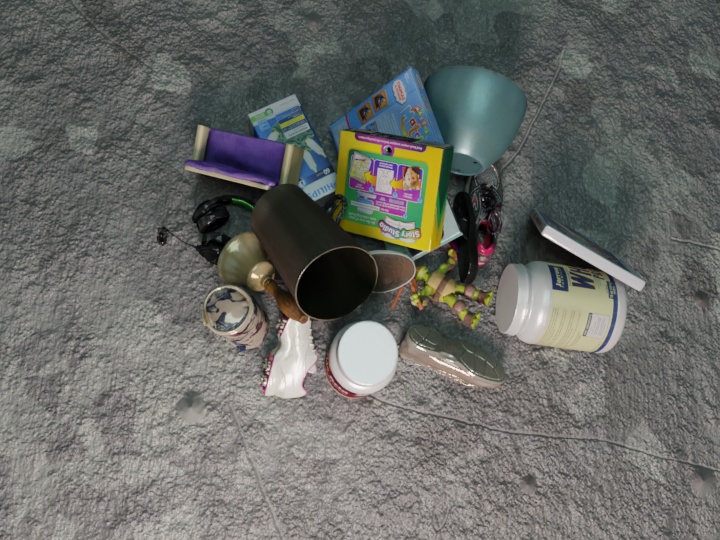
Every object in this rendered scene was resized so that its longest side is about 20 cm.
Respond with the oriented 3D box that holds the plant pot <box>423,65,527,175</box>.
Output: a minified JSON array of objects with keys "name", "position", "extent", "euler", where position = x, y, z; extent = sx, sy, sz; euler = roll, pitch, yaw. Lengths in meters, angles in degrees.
[{"name":"plant pot","position":[0.196,-0.256,1.187],"extent":[0.195,0.200,0.138],"euler":[16,77,-3]}]

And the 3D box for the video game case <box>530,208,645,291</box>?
[{"name":"video game case","position":[0.408,-0.044,1.181],"extent":[0.197,0.182,0.023],"euler":[29,107,0]}]

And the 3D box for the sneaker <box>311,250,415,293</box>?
[{"name":"sneaker","position":[0.000,0.000,1.149],"extent":[0.194,0.085,0.075],"euler":[-9,103,5]}]

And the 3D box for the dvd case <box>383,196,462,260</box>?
[{"name":"dvd case","position":[0.088,-0.125,1.184],"extent":[0.144,0.022,0.205],"euler":[-26,70,22]}]

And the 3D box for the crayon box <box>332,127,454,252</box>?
[{"name":"crayon box","position":[0.053,-0.142,1.125],"extent":[0.196,0.058,0.177],"euler":[16,111,25]}]

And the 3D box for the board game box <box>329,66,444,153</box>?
[{"name":"board game box","position":[0.044,-0.247,1.180],"extent":[0.197,0.036,0.155],"euler":[-28,71,31]}]

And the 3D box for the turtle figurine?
[{"name":"turtle figurine","position":[0.150,0.040,1.172],"extent":[0.159,0.065,0.200],"euler":[32,52,16]}]

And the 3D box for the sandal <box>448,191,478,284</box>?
[{"name":"sandal","position":[0.179,-0.070,1.174],"extent":[0.047,0.076,0.204],"euler":[7,50,-9]}]

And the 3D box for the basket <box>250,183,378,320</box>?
[{"name":"basket","position":[-0.088,-0.039,1.051],"extent":[0.137,0.179,0.200],"euler":[-49,56,9]}]

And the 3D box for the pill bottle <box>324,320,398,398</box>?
[{"name":"pill bottle","position":[0.000,0.147,1.064],"extent":[0.111,0.200,0.118],"euler":[2,76,-6]}]

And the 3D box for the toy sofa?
[{"name":"toy sofa","position":[-0.205,-0.196,1.133],"extent":[0.195,0.097,0.085],"euler":[15,96,19]}]

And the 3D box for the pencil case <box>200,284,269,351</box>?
[{"name":"pencil case","position":[-0.203,0.081,1.055],"extent":[0.088,0.200,0.079],"euler":[-30,78,-7]}]

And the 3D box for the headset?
[{"name":"headset","position":[-0.258,-0.071,1.138],"extent":[0.195,0.094,0.127],"euler":[-10,77,-21]}]

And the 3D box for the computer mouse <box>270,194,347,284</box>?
[{"name":"computer mouse","position":[-0.090,-0.053,1.156],"extent":[0.200,0.034,0.059],"euler":[-46,65,10]}]

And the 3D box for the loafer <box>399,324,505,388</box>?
[{"name":"loafer","position":[0.162,0.162,1.162],"extent":[0.196,0.064,0.073],"euler":[25,42,-4]}]

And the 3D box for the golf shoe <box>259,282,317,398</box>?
[{"name":"golf shoe","position":[-0.108,0.124,1.115],"extent":[0.089,0.075,0.205],"euler":[18,96,-14]}]

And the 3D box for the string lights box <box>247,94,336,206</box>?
[{"name":"string lights box","position":[-0.122,-0.212,1.206],"extent":[0.101,0.059,0.203],"euler":[-26,82,-13]}]

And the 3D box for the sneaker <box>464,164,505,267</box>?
[{"name":"sneaker","position":[0.240,-0.112,1.221],"extent":[0.078,0.075,0.206],"euler":[6,75,-5]}]

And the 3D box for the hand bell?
[{"name":"hand bell","position":[-0.148,0.028,1.073],"extent":[0.104,0.105,0.199],"euler":[-40,49,-14]}]

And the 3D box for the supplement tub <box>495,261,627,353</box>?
[{"name":"supplement tub","position":[0.354,0.063,1.157],"extent":[0.194,0.145,0.149],"euler":[8,75,-5]}]
